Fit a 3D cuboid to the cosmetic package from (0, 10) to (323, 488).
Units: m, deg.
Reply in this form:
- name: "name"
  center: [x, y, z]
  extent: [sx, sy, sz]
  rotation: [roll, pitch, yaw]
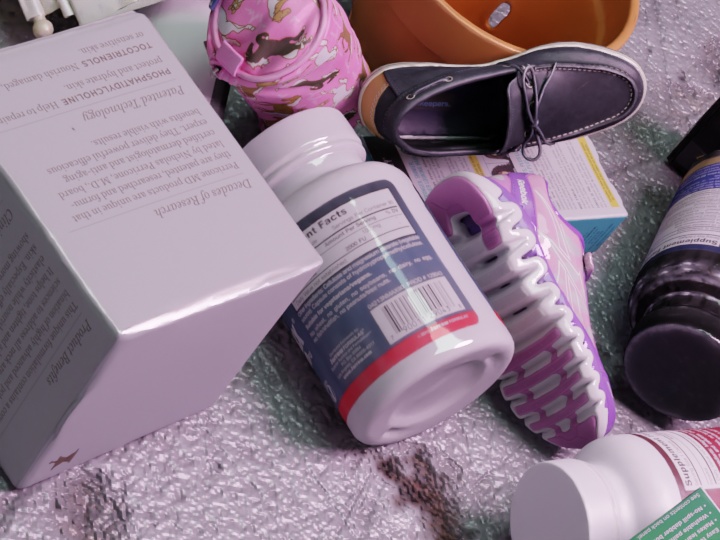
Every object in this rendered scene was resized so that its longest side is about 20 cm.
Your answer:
- name: "cosmetic package"
  center: [-0.167, -0.014, 1.564]
  extent: [0.166, 0.167, 0.200]
  rotation: [-22, 69, -42]

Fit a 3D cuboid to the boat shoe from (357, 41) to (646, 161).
- name: "boat shoe"
  center: [0.099, -0.108, 1.751]
  extent: [0.200, 0.075, 0.062]
  rotation: [-4, 28, -16]

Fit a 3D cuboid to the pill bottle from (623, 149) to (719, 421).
- name: "pill bottle"
  center: [0.252, 0.011, 1.849]
  extent: [0.112, 0.112, 0.200]
  rotation: [34, 44, -4]

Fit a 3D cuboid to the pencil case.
- name: "pencil case"
  center: [-0.044, -0.135, 1.727]
  extent: [0.086, 0.200, 0.083]
  rotation: [5, 80, 11]

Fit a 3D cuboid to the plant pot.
- name: "plant pot"
  center: [0.079, -0.183, 1.879]
  extent: [0.200, 0.140, 0.200]
  rotation: [18, 47, -20]

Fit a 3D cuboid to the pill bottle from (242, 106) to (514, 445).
- name: "pill bottle"
  center: [0.000, 0.000, 1.693]
  extent: [0.119, 0.120, 0.200]
  rotation: [-14, 63, -39]

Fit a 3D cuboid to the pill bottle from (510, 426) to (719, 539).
- name: "pill bottle"
  center: [0.200, 0.159, 1.694]
  extent: [0.200, 0.113, 0.113]
  rotation: [-2, 56, -32]

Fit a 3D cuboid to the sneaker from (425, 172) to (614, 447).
- name: "sneaker"
  center: [0.124, 0.018, 1.748]
  extent: [0.088, 0.080, 0.200]
  rotation: [-25, 89, -46]

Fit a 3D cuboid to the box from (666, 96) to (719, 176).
- name: "box"
  center: [0.343, -0.071, 1.910]
  extent: [0.200, 0.199, 0.050]
  rotation: [41, 64, 2]

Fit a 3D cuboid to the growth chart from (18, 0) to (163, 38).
- name: "growth chart"
  center: [-0.147, -0.233, 1.736]
  extent: [0.200, 0.018, 0.145]
  rotation: [-13, 78, 0]

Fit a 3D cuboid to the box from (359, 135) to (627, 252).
- name: "box"
  center: [0.085, -0.051, 1.839]
  extent: [0.200, 0.049, 0.082]
  rotation: [-4, 58, -35]

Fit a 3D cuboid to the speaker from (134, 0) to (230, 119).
- name: "speaker"
  center: [-0.124, -0.141, 1.760]
  extent: [0.081, 0.081, 0.200]
  rotation: [23, 45, -14]

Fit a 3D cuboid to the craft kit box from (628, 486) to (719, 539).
- name: "craft kit box"
  center: [0.182, 0.265, 1.555]
  extent: [0.200, 0.049, 0.198]
  rotation: [-36, 72, -3]
